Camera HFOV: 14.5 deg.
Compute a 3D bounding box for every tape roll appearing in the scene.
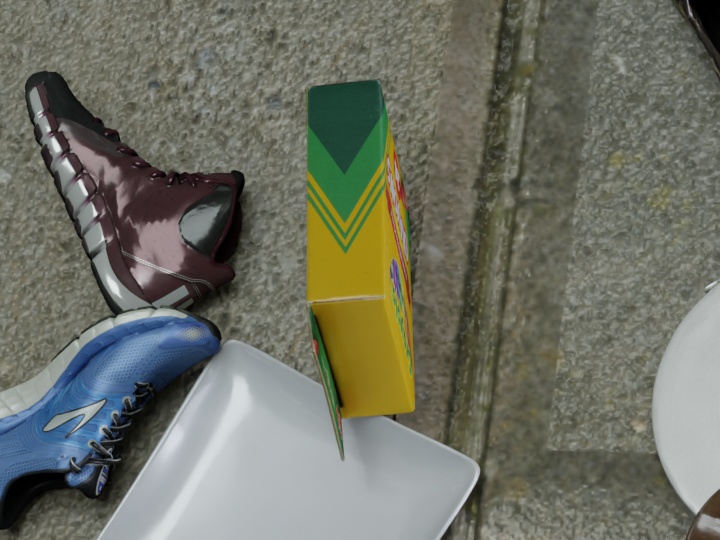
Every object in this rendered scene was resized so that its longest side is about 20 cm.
[{"bbox_3d":[0.273,0.083,1.685,0.202,0.037,0.203,-7,63,14],"label":"tape roll"}]

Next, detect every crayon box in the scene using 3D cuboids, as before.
[{"bbox_3d":[0.000,0.000,1.736,0.051,0.127,0.201,-5,54,6],"label":"crayon box"}]

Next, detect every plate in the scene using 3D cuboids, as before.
[{"bbox_3d":[-0.053,0.166,1.747,0.199,0.032,0.200,26,75,25],"label":"plate"}]

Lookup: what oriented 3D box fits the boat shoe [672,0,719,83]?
[{"bbox_3d":[0.238,-0.176,1.798,0.074,0.073,0.200,-25,61,4],"label":"boat shoe"}]

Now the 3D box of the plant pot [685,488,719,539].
[{"bbox_3d":[0.231,0.220,1.502,0.199,0.199,0.201,4,46,-4],"label":"plant pot"}]

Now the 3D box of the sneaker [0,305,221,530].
[{"bbox_3d":[-0.168,0.097,1.797,0.200,0.079,0.089,-35,66,8],"label":"sneaker"}]

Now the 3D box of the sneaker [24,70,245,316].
[{"bbox_3d":[-0.139,-0.060,1.865,0.115,0.076,0.200,-25,71,-1],"label":"sneaker"}]
